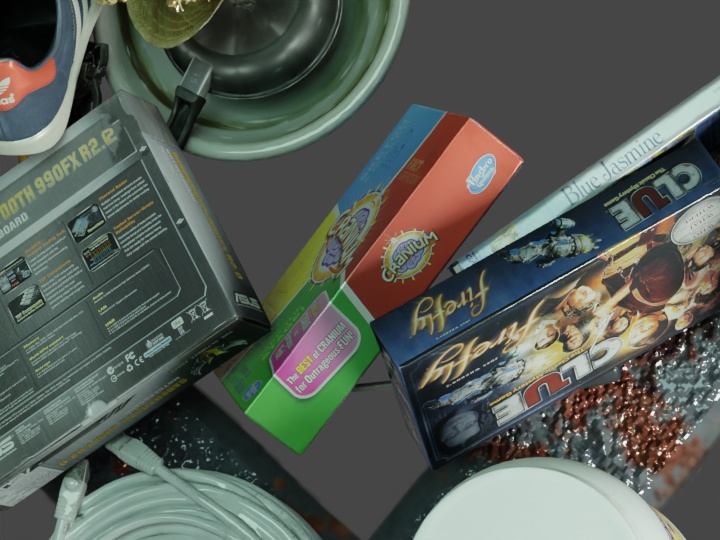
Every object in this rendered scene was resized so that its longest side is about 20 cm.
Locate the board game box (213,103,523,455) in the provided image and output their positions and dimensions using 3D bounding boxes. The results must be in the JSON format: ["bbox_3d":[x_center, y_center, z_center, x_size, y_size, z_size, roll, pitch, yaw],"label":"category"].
[{"bbox_3d":[0.000,0.000,1.322,0.040,0.153,0.200,37,89,-12],"label":"board game box"}]

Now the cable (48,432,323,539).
[{"bbox_3d":[-0.102,0.215,1.346,0.199,0.069,0.201,22,86,17],"label":"cable"}]

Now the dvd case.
[{"bbox_3d":[0.141,-0.047,1.298,0.200,0.143,0.018,-35,81,5],"label":"dvd case"}]

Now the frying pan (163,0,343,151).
[{"bbox_3d":[-0.097,-0.134,1.389,0.190,0.031,0.115,-39,72,1],"label":"frying pan"}]

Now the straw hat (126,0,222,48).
[{"bbox_3d":[-0.056,-0.216,1.335,0.201,0.085,0.202,-26,59,54],"label":"straw hat"}]

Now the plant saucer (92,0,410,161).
[{"bbox_3d":[-0.062,-0.159,1.424,0.199,0.050,0.201,-3,78,14],"label":"plant saucer"}]

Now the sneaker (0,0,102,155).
[{"bbox_3d":[-0.190,-0.166,1.345,0.075,0.085,0.201,-4,54,5],"label":"sneaker"}]

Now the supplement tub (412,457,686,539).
[{"bbox_3d":[0.103,0.175,1.230,0.145,0.200,0.146,-3,78,14],"label":"supplement tub"}]

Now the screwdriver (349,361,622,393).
[{"bbox_3d":[0.053,0.066,1.355,0.199,0.028,0.029,-10,47,9],"label":"screwdriver"}]

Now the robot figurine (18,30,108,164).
[{"bbox_3d":[-0.212,-0.076,1.424,0.144,0.058,0.201,-7,87,16],"label":"robot figurine"}]

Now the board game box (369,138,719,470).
[{"bbox_3d":[0.109,0.022,1.270,0.199,0.136,0.035,-29,61,-5],"label":"board game box"}]

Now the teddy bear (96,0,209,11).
[{"bbox_3d":[-0.114,-0.213,1.280,0.145,0.067,0.200,-60,35,27],"label":"teddy bear"}]

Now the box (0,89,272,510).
[{"bbox_3d":[-0.170,0.019,1.340,0.200,0.048,0.159,-35,68,13],"label":"box"}]
